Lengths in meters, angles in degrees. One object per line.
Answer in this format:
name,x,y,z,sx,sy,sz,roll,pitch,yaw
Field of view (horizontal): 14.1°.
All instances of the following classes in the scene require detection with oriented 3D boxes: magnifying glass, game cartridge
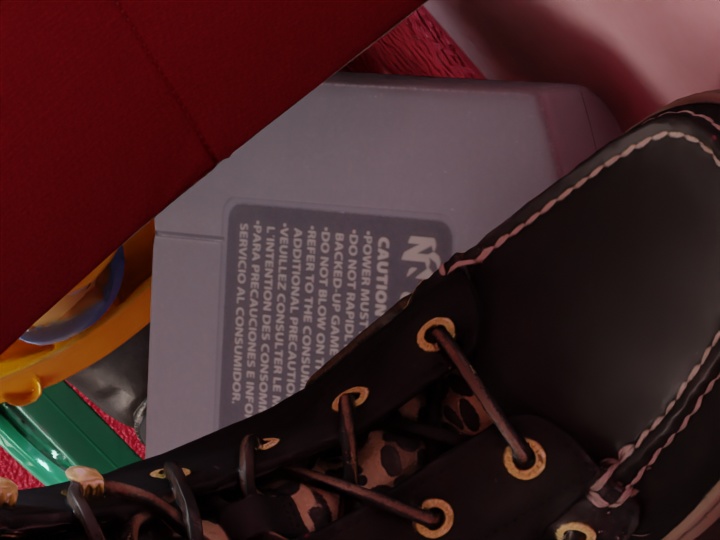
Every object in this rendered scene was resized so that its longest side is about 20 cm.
magnifying glass,-0.068,0.073,0.891,0.200,0.022,0.080,36,161,26
game cartridge,0.007,0.054,0.685,0.133,0.201,0.041,6,-175,32

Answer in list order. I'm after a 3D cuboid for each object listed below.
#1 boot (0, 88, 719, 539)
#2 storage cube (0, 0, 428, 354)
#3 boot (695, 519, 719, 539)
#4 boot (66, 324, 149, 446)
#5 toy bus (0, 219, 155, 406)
boot,-0.008,0.046,0.574,0.154,0.204,0.074,-6,-123,-49
storage cube,-0.104,-0.111,0.606,0.200,0.171,0.180,43,170,38
boot,0.042,0.019,0.710,0.199,0.068,0.131,1,98,30
boot,-0.047,0.057,0.945,0.182,0.073,0.200,28,-163,-35
toy bus,-0.107,-0.032,0.800,0.192,0.136,0.200,59,178,-42
